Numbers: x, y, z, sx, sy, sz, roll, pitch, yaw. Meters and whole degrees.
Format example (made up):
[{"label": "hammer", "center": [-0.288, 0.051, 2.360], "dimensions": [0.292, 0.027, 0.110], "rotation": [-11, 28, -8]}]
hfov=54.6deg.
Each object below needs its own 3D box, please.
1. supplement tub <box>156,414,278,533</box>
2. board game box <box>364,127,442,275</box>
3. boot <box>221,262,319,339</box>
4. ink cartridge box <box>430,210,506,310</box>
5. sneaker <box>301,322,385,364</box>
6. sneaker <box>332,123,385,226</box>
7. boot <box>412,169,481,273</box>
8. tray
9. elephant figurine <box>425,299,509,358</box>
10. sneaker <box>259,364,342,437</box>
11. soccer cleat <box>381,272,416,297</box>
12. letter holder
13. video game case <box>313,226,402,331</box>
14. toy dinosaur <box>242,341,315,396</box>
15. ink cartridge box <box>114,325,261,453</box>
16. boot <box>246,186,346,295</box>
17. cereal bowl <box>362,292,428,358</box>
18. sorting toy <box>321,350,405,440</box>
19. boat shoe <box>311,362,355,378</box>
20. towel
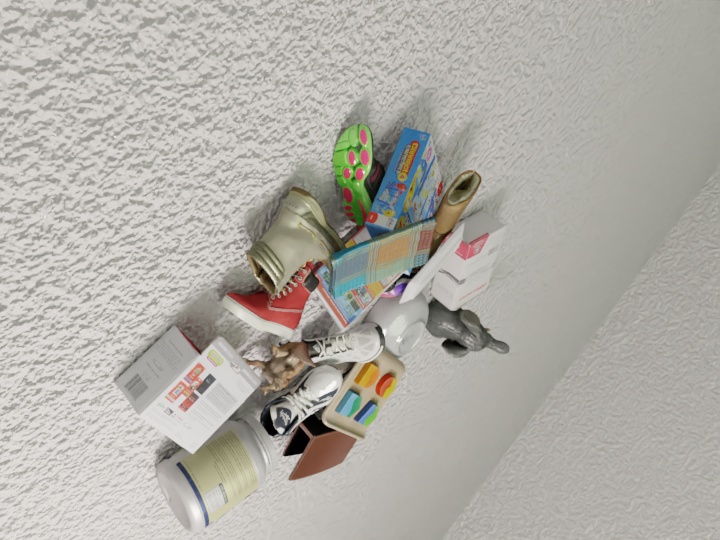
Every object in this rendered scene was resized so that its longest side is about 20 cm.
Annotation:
[{"label": "supplement tub", "center": [-0.269, 0.379, 1.324], "dimensions": [0.198, 0.144, 0.147], "rotation": [-28, 142, -33]}, {"label": "board game box", "center": [0.086, -0.123, 1.296], "dimensions": [0.200, 0.055, 0.200], "rotation": [58, 51, -65]}, {"label": "boot", "center": [-0.150, 0.032, 1.216], "dimensions": [0.146, 0.072, 0.199], "rotation": [-60, 150, 2]}, {"label": "ink cartridge box", "center": [0.259, -0.023, 1.687], "dimensions": [0.144, 0.084, 0.204], "rotation": [-26, 138, -37]}, {"label": "sneaker", "center": [-0.046, 0.159, 1.394], "dimensions": [0.114, 0.078, 0.198], "rotation": [-6, 168, -44]}, {"label": "sneaker", "center": [0.001, -0.173, 1.218], "dimensions": [0.203, 0.075, 0.085], "rotation": [87, 24, -45]}, {"label": "boot", "center": [0.162, -0.100, 1.436], "dimensions": [0.176, 0.066, 0.201], "rotation": [-53, 175, -21]}, {"label": "tray", "center": [0.158, -0.011, 1.492], "dimensions": [0.200, 0.022, 0.108], "rotation": [-46, 168, -24]}, {"label": "elephant figurine", "center": [0.262, 0.151, 1.754], "dimensions": [0.154, 0.199, 0.143], "rotation": [-37, 147, -22]}, {"label": "sneaker", "center": [-0.127, 0.269, 1.383], "dimensions": [0.196, 0.081, 0.130], "rotation": [-27, -173, 16]}, {"label": "soccer cleat", "center": [0.052, 0.032, 1.488], "dimensions": [0.198, 0.068, 0.074], "rotation": [-15, 143, -47]}, {"label": "letter holder", "center": [-0.102, 0.383, 1.601], "dimensions": [0.198, 0.100, 0.144], "rotation": [1, 123, -53]}, {"label": "video game case", "center": [0.000, 0.000, 1.368], "dimensions": [0.200, 0.017, 0.144], "rotation": [-43, 122, -16]}, {"label": "toy dinosaur", "center": [-0.135, 0.171, 1.308], "dimensions": [0.198, 0.088, 0.134], "rotation": [-30, 170, 40]}, {"label": "ink cartridge box", "center": [-0.281, 0.189, 1.174], "dimensions": [0.175, 0.083, 0.201], "rotation": [-44, 149, -13]}, {"label": "boot", "center": [-0.104, -0.019, 1.176], "dimensions": [0.156, 0.071, 0.201], "rotation": [-55, 141, -21]}, {"label": "cereal bowl", "center": [0.091, 0.135, 1.625], "dimensions": [0.198, 0.083, 0.203], "rotation": [-35, 146, -28]}, {"label": "sorting toy", "center": [0.016, 0.272, 1.546], "dimensions": [0.203, 0.036, 0.185], "rotation": [-59, 142, -5]}, {"label": "boat shoe", "center": [-0.075, 0.228, 1.518], "dimensions": [0.200, 0.067, 0.057], "rotation": [-43, 164, -16]}, {"label": "towel", "center": [0.037, -0.020, 1.215], "dimensions": [0.196, 0.022, 0.148], "rotation": [-20, 154, -12]}]
